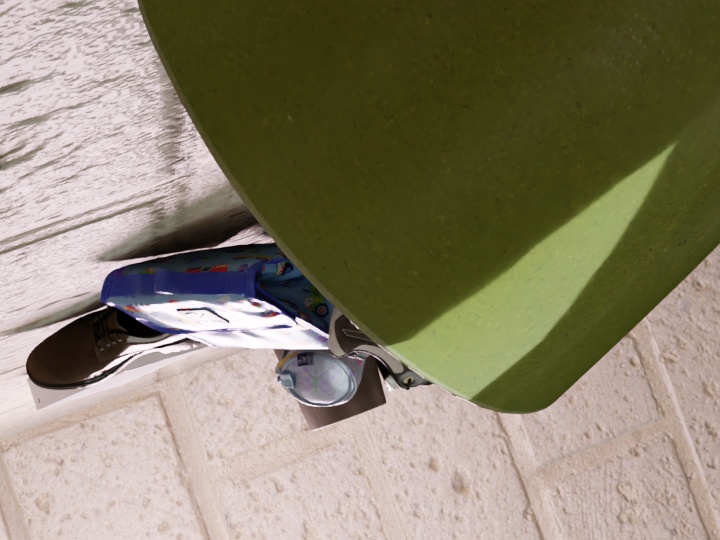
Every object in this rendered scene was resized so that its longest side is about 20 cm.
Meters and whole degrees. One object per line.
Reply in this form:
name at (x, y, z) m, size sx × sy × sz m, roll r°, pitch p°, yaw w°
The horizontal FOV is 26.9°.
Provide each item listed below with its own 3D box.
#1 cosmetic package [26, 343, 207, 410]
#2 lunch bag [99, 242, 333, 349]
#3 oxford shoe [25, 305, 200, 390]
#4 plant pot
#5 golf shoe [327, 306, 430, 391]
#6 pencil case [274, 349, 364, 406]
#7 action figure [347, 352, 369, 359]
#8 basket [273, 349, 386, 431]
cosmetic package at (-0.320, 0.121, 1.973) m, size 0.199 × 0.052 × 0.150 m, roll -24°, pitch 177°, yaw 40°
lunch bag at (-0.113, 0.014, 1.283) m, size 0.149 × 0.096 × 0.199 m, roll -1°, pitch 173°, yaw 27°
oxford shoe at (-0.251, 0.060, 1.506) m, size 0.198 × 0.073 × 0.084 m, roll -23°, pitch 159°, yaw 4°
plant pot at (0.072, -0.096, 0.400) m, size 0.199 × 0.188 × 0.187 m, roll -38°, pitch 168°, yaw 24°
golf shoe at (0.063, 0.068, 1.301) m, size 0.095 × 0.198 × 0.078 m, roll -64°, pitch -171°, yaw 6°
pencil case at (-0.029, 0.052, 1.616) m, size 0.090 × 0.084 × 0.201 m, roll -10°, pitch -140°, yaw 25°
action figure at (0.027, 0.021, 1.378) m, size 0.197 × 0.132 × 0.069 m, roll 6°, pitch -166°, yaw 8°
basket at (-0.050, 0.105, 2.041) m, size 0.135 × 0.202 × 0.180 m, roll -23°, pitch 174°, yaw 33°
